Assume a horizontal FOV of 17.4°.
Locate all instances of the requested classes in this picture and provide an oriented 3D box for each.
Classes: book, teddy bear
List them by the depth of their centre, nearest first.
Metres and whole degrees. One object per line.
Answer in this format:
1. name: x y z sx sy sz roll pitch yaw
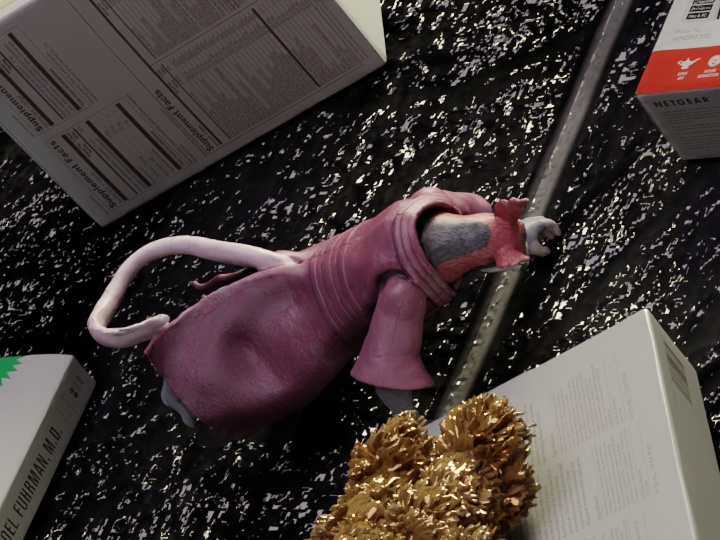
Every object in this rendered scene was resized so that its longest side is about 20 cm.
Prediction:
1. teddy bear: 0.004 0.130 0.902 0.144 0.067 0.201 7 59 51
2. book: -0.228 0.136 1.228 0.133 0.048 0.201 -6 47 35

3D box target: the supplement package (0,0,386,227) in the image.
1. supplement package: -0.111 -0.162 1.323 0.199 0.151 0.152 -29 38 19

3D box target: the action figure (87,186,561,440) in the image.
1. action figure: 0.000 0.000 1.066 0.199 0.149 0.135 -29 29 41

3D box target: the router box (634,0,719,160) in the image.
1. router box: 0.241 -0.139 1.049 0.199 0.049 0.180 -3 51 42

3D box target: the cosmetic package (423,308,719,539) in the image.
1. cosmetic package: 0.075 0.129 0.931 0.150 0.052 0.201 -27 39 19
